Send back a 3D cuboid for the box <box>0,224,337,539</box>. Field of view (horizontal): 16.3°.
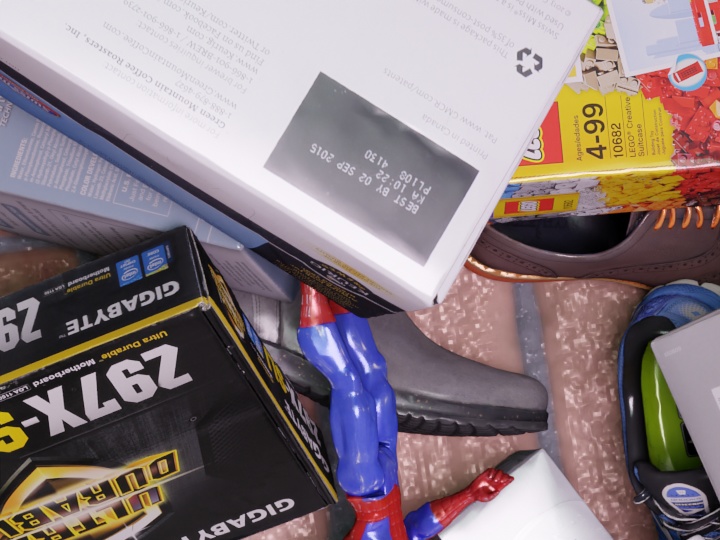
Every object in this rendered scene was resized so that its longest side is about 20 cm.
[{"bbox_3d":[-0.129,0.077,1.057,0.200,0.160,0.049,-21,48,6],"label":"box"}]

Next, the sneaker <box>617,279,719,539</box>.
[{"bbox_3d":[0.154,0.107,1.118,0.078,0.089,0.200,-19,89,24],"label":"sneaker"}]

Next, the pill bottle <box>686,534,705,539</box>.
[{"bbox_3d":[0.181,0.208,1.034,0.112,0.112,0.200,-41,74,-7],"label":"pill bottle"}]

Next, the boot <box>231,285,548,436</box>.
[{"bbox_3d":[0.000,0.000,1.139,0.200,0.070,0.132,13,79,-8],"label":"boot"}]

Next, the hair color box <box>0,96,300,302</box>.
[{"bbox_3d":[-0.123,-0.046,1.082,0.200,0.099,0.061,13,79,14],"label":"hair color box"}]

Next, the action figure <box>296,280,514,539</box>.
[{"bbox_3d":[0.027,0.077,1.060,0.099,0.065,0.200,-1,98,21],"label":"action figure"}]

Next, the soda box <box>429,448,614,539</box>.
[{"bbox_3d":[0.114,0.177,1.132,0.063,0.068,0.200,-37,89,-7],"label":"soda box"}]

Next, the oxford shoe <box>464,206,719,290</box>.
[{"bbox_3d":[0.141,-0.023,1.147,0.200,0.073,0.071,-5,86,-5],"label":"oxford shoe"}]

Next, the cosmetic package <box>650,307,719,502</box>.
[{"bbox_3d":[0.225,0.043,1.089,0.200,0.090,0.107,-21,84,-47],"label":"cosmetic package"}]

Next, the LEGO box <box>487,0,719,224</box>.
[{"bbox_3d":[0.100,-0.127,1.080,0.149,0.077,0.200,-5,77,1],"label":"LEGO box"}]

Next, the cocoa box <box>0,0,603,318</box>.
[{"bbox_3d":[-0.036,-0.087,0.949,0.200,0.131,0.133,32,81,-7],"label":"cocoa box"}]
